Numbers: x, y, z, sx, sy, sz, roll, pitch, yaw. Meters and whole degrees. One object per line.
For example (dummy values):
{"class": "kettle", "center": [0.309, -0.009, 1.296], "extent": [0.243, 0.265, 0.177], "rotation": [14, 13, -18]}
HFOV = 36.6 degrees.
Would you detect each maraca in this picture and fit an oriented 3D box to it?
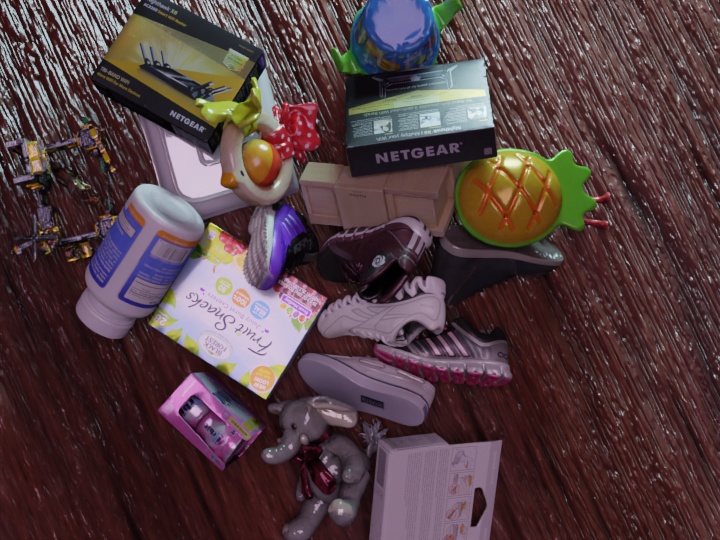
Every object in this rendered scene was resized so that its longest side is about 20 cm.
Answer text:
{"class": "maraca", "center": [0.226, -0.102, 1.495], "extent": [0.197, 0.107, 0.139], "rotation": [-7, 83, -8]}

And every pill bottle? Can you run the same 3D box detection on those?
{"class": "pill bottle", "center": [-0.309, -0.008, 1.500], "extent": [0.112, 0.112, 0.201], "rotation": [37, 109, 2]}

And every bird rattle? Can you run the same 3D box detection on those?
{"class": "bird rattle", "center": [-0.139, -0.167, 1.486], "extent": [0.111, 0.199, 0.165], "rotation": [-1, 75, 29]}

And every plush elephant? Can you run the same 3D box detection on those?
{"class": "plush elephant", "center": [-0.063, 0.244, 1.486], "extent": [0.155, 0.164, 0.201], "rotation": [41, 58, -11]}

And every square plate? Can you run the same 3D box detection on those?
{"class": "square plate", "center": [-0.208, -0.182, 1.573], "extent": [0.197, 0.028, 0.201], "rotation": [-16, 87, -2]}

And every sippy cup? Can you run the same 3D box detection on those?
{"class": "sippy cup", "center": [0.051, -0.339, 1.535], "extent": [0.138, 0.130, 0.179], "rotation": [27, 87, 2]}

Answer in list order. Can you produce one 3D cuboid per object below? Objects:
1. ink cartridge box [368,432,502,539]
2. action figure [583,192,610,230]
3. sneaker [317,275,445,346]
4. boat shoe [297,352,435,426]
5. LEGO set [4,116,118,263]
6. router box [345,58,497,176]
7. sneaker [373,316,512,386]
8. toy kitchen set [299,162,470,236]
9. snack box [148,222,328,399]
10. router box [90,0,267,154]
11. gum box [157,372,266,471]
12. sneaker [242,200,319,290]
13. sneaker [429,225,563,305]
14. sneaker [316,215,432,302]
{"class": "ink cartridge box", "center": [0.101, 0.326, 1.509], "extent": [0.174, 0.045, 0.203], "rotation": [-2, 106, -26]}
{"class": "action figure", "center": [0.257, -0.096, 1.565], "extent": [0.197, 0.052, 0.066], "rotation": [5, 89, 2]}
{"class": "sneaker", "center": [0.028, 0.069, 1.507], "extent": [0.198, 0.075, 0.082], "rotation": [-17, 71, 26]}
{"class": "boat shoe", "center": [0.010, 0.153, 1.535], "extent": [0.198, 0.073, 0.066], "rotation": [15, 42, 20]}
{"class": "LEGO set", "center": [-0.412, -0.115, 1.520], "extent": [0.151, 0.116, 0.203], "rotation": [-5, 87, -1]}
{"class": "router box", "center": [0.079, -0.209, 1.476], "extent": [0.197, 0.053, 0.158], "rotation": [-7, 44, 7]}
{"class": "sneaker", "center": [0.119, 0.107, 1.539], "extent": [0.197, 0.074, 0.089], "rotation": [6, 66, 11]}
{"class": "toy kitchen set", "center": [0.046, -0.112, 1.554], "extent": [0.197, 0.164, 0.182], "rotation": [7, 47, 19]}
{"class": "snack box", "center": [-0.170, 0.058, 1.538], "extent": [0.199, 0.068, 0.170], "rotation": [33, 87, 3]}
{"class": "router box", "center": [-0.255, -0.282, 1.544], "extent": [0.198, 0.052, 0.158], "rotation": [28, 78, 9]}
{"class": "gum box", "center": [-0.195, 0.199, 1.461], "extent": [0.113, 0.200, 0.066], "rotation": [42, 87, 3]}
{"class": "sneaker", "center": [-0.101, -0.033, 1.494], "extent": [0.099, 0.201, 0.070], "rotation": [25, 119, -17]}
{"class": "sneaker", "center": [0.186, -0.005, 1.554], "extent": [0.197, 0.075, 0.107], "rotation": [5, 130, -22]}
{"class": "sneaker", "center": [0.000, 0.000, 1.468], "extent": [0.076, 0.199, 0.116], "rotation": [45, 46, -24]}
